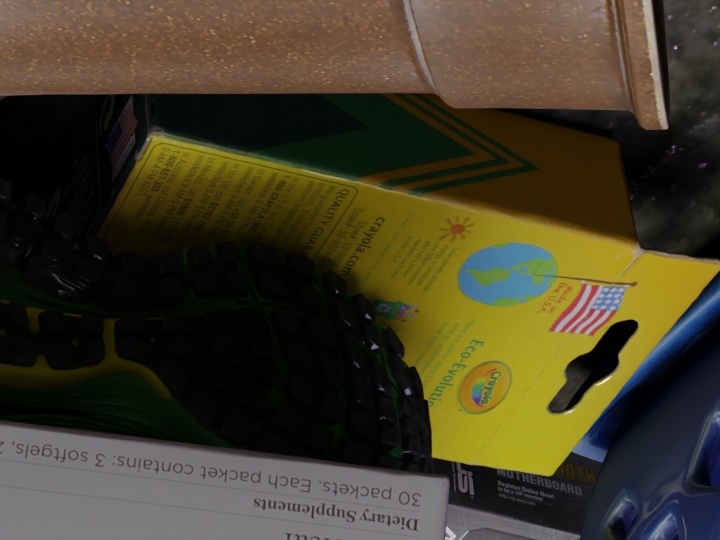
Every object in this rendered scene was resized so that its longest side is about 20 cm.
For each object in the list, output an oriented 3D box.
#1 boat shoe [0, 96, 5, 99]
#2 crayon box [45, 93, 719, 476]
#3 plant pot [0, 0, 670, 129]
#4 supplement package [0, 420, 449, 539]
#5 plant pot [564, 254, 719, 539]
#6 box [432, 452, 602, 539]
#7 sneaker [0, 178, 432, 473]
[{"bbox_3d":[-0.161,-0.041,0.712,0.202,0.075,0.075,-21,139,15],"label":"boat shoe"},{"bbox_3d":[0.000,0.000,0.808,0.200,0.051,0.127,13,136,-23],"label":"crayon box"},{"bbox_3d":[-0.037,-0.123,0.561,0.198,0.200,0.200,-5,141,9],"label":"plant pot"},{"bbox_3d":[-0.089,0.115,0.709,0.200,0.111,0.156,7,162,-7],"label":"supplement package"},{"bbox_3d":[0.189,0.079,0.834,0.200,0.180,0.200,20,133,-28],"label":"plant pot"},{"bbox_3d":[0.044,0.140,0.984,0.158,0.048,0.200,14,136,-26],"label":"box"},{"bbox_3d":[-0.069,0.033,0.750,0.200,0.078,0.085,20,141,-17],"label":"sneaker"}]
